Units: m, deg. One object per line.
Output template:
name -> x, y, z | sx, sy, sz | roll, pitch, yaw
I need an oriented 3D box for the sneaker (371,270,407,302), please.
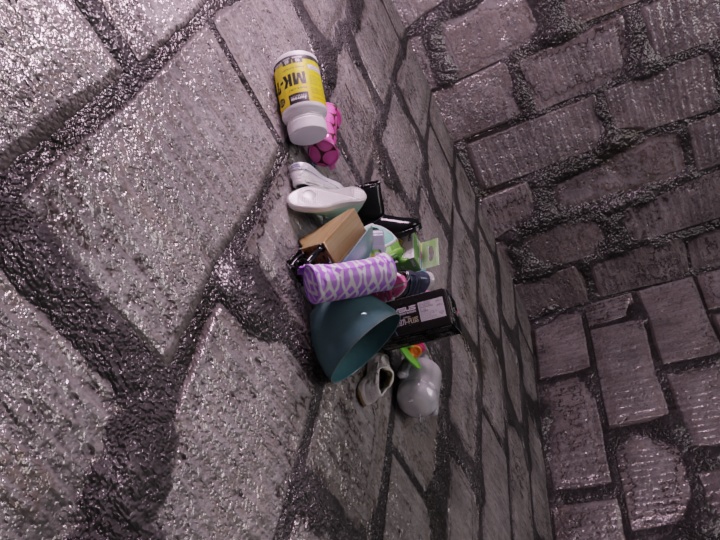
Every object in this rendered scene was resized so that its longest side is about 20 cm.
sneaker -> 0.040, 0.037, 1.432 | 0.087, 0.199, 0.075 | -19, 88, -45

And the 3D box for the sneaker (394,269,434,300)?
sneaker -> 0.099, 0.082, 1.713 | 0.145, 0.204, 0.077 | 3, 33, -49

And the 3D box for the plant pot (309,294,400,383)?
plant pot -> -0.031, 0.119, 1.344 | 0.135, 0.201, 0.200 | 44, 15, 18

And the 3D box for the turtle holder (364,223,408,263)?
turtle holder -> 0.018, -0.038, 1.644 | 0.133, 0.184, 0.141 | 59, -13, 5

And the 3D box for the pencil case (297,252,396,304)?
pencil case -> -0.020, 0.011, 1.280 | 0.198, 0.084, 0.086 | -9, 55, -31

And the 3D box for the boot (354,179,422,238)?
boot -> 0.057, -0.165, 1.730 | 0.073, 0.196, 0.165 | -43, 120, -69

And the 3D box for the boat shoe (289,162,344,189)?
boat shoe -> -0.103, -0.191, 1.534 | 0.199, 0.073, 0.066 | 24, 56, -49

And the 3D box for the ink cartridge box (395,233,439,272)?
ink cartridge box -> 0.116, -0.043, 1.759 | 0.059, 0.198, 0.105 | 55, 27, -41

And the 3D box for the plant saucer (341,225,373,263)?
plant saucer -> -0.023, -0.011, 1.415 | 0.039, 0.201, 0.201 | 39, 26, -2

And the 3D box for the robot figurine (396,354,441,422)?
robot figurine -> 0.160, 0.316, 1.713 | 0.170, 0.112, 0.201 | 48, 28, -14

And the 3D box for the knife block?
knife block -> -0.067, -0.045, 1.368 | 0.064, 0.199, 0.176 | 61, -5, -21

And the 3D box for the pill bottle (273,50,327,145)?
pill bottle -> -0.142, -0.415, 1.533 | 0.114, 0.113, 0.203 | 20, 55, -63

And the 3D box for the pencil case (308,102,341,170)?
pencil case -> -0.090, -0.352, 1.651 | 0.094, 0.090, 0.202 | 45, 31, -34

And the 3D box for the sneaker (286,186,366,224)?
sneaker -> -0.088, -0.133, 1.493 | 0.198, 0.119, 0.074 | -5, 51, -29

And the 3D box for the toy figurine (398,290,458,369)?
toy figurine -> 0.159, 0.124, 1.648 | 0.200, 0.184, 0.150 | 48, 6, -17

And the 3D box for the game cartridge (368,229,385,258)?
game cartridge -> 0.000, 0.000, 1.541 | 0.041, 0.131, 0.203 | 107, -22, -75

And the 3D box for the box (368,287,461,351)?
box -> 0.126, 0.120, 1.491 | 0.164, 0.197, 0.087 | 38, 38, -68

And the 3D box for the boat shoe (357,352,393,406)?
boat shoe -> 0.052, 0.262, 1.553 | 0.071, 0.069, 0.200 | 64, 23, -16
